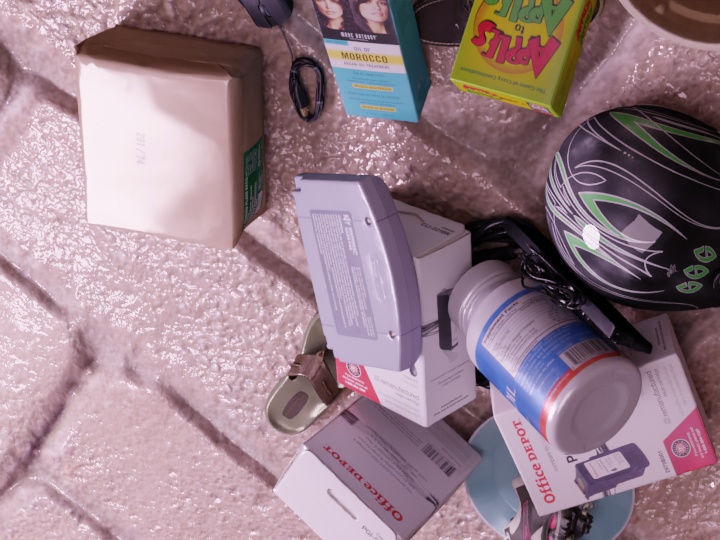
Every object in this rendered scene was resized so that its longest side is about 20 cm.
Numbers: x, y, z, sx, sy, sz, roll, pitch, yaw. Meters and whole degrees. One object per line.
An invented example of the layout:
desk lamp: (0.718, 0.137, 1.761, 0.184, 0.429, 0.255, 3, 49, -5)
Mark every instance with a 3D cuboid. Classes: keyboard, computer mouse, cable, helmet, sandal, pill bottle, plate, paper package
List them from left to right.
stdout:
paper package: (-0.199, -0.144, 1.596, 0.188, 0.104, 0.202, 11, 119, 17)
computer mouse: (-0.086, -0.243, 1.539, 0.058, 0.034, 0.202, -15, 110, 27)
sandal: (-0.052, 0.125, 1.705, 0.079, 0.057, 0.202, 32, 124, 3)
cable: (0.143, 0.042, 1.587, 0.162, 0.051, 0.201, 33, 124, 3)
pill bottle: (0.173, 0.077, 1.459, 0.200, 0.111, 0.113, 47, 136, 43)
plate: (0.212, 0.232, 1.676, 0.198, 0.026, 0.203, 10, 120, 18)
keyboard: (0.191, 0.017, 1.436, 0.104, 0.200, 0.040, 27, 106, -42)
helmet: (0.269, -0.060, 1.411, 0.188, 0.201, 0.202, 15, 123, -6)

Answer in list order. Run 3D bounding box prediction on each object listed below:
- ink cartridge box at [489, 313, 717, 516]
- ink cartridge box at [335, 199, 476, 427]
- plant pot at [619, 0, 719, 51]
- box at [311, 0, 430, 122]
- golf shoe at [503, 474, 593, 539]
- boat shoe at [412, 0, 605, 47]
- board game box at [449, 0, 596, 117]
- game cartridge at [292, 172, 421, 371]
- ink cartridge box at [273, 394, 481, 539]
ink cartridge box: (0.249, 0.152, 1.547, 0.198, 0.085, 0.146, -20, 116, 14)
ink cartridge box: (0.043, 0.040, 1.577, 0.143, 0.083, 0.202, 23, 126, 42)
plant pot: (0.311, -0.310, 1.253, 0.198, 0.184, 0.203, 9, 119, 17)
box: (0.010, -0.228, 1.444, 0.081, 0.050, 0.201, 8, 149, 18)
golf shoe: (0.205, 0.316, 1.677, 0.087, 0.077, 0.202, 25, 123, 32)
boat shoe: (0.132, -0.248, 1.428, 0.198, 0.065, 0.074, -6, 116, 26)
board game box: (0.162, -0.252, 1.360, 0.100, 0.048, 0.203, 18, 89, 19)
game cartridge: (0.000, 0.000, 1.509, 0.133, 0.040, 0.203, 9, 116, 52)
ink cartridge box: (0.020, 0.222, 1.628, 0.147, 0.200, 0.083, 43, 125, 11)
